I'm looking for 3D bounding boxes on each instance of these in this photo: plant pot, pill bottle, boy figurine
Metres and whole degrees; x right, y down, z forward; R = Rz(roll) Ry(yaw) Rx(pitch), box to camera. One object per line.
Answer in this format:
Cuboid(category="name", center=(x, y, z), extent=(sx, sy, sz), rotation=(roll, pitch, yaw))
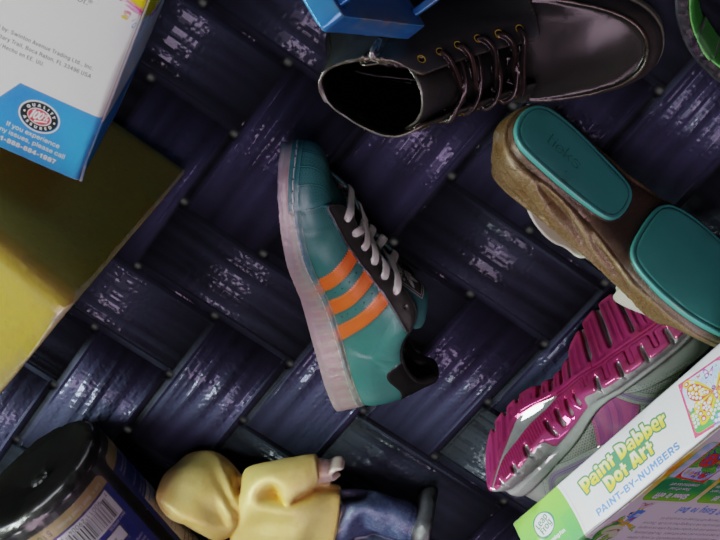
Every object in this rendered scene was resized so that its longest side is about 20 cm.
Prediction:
Cuboid(category="plant pot", center=(-0.262, -0.028, 0.916), extent=(0.200, 0.195, 0.195), rotation=(42, 118, -8))
Cuboid(category="pill bottle", center=(-0.173, 0.215, 1.090), extent=(0.111, 0.112, 0.201), rotation=(-28, 113, 22))
Cuboid(category="boy figurine", center=(-0.048, 0.180, 1.081), extent=(0.197, 0.065, 0.126), rotation=(10, 122, 3))

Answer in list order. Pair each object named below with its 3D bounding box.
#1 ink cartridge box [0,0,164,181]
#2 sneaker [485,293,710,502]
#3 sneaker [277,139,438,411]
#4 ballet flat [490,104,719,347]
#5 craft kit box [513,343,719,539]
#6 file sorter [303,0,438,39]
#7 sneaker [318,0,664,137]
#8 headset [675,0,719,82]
Cuboid(category="ink cartridge box", center=(-0.171, -0.189, 0.825), extent=(0.146, 0.145, 0.201), rotation=(24, 121, -8))
Cuboid(category="sneaker", center=(0.171, 0.088, 0.993), extent=(0.088, 0.082, 0.200), rotation=(30, 124, -19))
Cuboid(category="sneaker", center=(0.000, 0.000, 0.966), extent=(0.079, 0.072, 0.202), rotation=(-10, 124, 8))
Cuboid(category="ballet flat", center=(0.156, -0.018, 0.920), extent=(0.199, 0.068, 0.072), rotation=(39, 153, 2))
Cuboid(category="craft kit box", center=(0.227, 0.125, 0.958), extent=(0.199, 0.049, 0.198), rotation=(12, 128, -46))
Cuboid(category="file sorter", center=(-0.002, -0.234, 0.742), extent=(0.122, 0.139, 0.201), rotation=(-33, 86, 19))
Cuboid(category="sneaker", center=(0.075, -0.113, 0.861), extent=(0.197, 0.107, 0.076), rotation=(0, 121, 8))
Cuboid(category="headset", center=(0.265, -0.158, 0.816), extent=(0.199, 0.094, 0.124), rotation=(-26, 116, 34))
